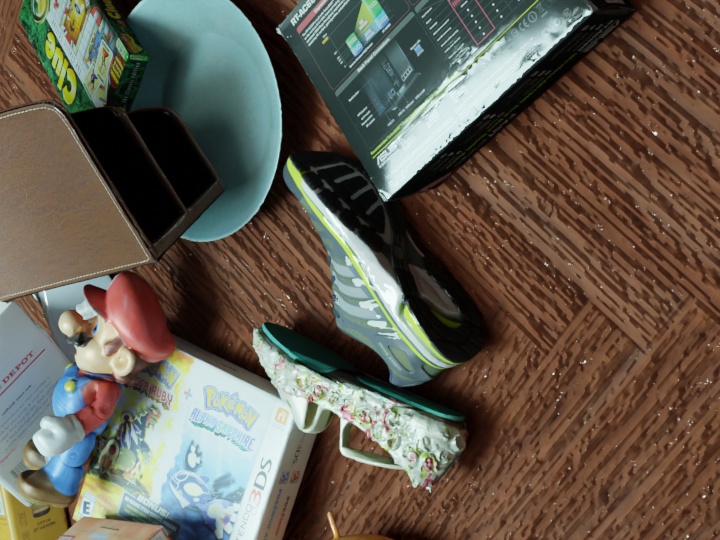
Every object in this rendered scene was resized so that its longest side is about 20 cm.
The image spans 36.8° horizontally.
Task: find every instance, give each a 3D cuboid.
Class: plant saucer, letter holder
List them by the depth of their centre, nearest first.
[{"bbox_3d":[-0.232,-0.074,0.840,0.199,0.101,0.143,-12,118,38],"label":"letter holder"},{"bbox_3d":[-0.126,-0.126,0.868,0.200,0.039,0.203,10,107,36],"label":"plant saucer"}]

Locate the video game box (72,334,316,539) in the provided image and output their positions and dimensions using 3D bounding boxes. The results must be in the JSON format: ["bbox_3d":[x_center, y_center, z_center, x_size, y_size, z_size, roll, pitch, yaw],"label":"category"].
[{"bbox_3d":[-0.141,0.165,0.912,0.199,0.047,0.184,20,92,33],"label":"video game box"}]

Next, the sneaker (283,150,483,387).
[{"bbox_3d":[0.000,0.000,0.778,0.081,0.074,0.201,-47,70,39],"label":"sneaker"}]

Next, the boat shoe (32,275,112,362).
[{"bbox_3d":[-0.277,0.005,1.005,0.201,0.071,0.068,61,164,-7],"label":"boat shoe"}]

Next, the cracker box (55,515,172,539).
[{"bbox_3d":[-0.164,0.298,0.881,0.133,0.058,0.201,-10,113,49],"label":"cracker box"}]

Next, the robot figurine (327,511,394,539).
[{"bbox_3d":[0.003,0.287,0.812,0.116,0.144,0.202,-3,100,17],"label":"robot figurine"}]

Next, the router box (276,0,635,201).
[{"bbox_3d":[0.053,-0.162,0.700,0.200,0.062,0.151,-40,76,37],"label":"router box"}]

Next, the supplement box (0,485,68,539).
[{"bbox_3d":[-0.348,0.254,1.117,0.068,0.066,0.202,-1,99,42],"label":"supplement box"}]

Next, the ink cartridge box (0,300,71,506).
[{"bbox_3d":[-0.317,0.109,0.964,0.067,0.117,0.201,28,154,32],"label":"ink cartridge box"}]

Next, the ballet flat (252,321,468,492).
[{"bbox_3d":[-0.012,0.101,0.804,0.199,0.075,0.064,24,96,33],"label":"ballet flat"}]

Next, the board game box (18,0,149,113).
[{"bbox_3d":[-0.239,-0.198,0.919,0.200,0.023,0.105,55,134,33],"label":"board game box"}]

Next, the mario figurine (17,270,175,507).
[{"bbox_3d":[-0.237,0.087,0.899,0.123,0.106,0.201,36,103,34],"label":"mario figurine"}]
